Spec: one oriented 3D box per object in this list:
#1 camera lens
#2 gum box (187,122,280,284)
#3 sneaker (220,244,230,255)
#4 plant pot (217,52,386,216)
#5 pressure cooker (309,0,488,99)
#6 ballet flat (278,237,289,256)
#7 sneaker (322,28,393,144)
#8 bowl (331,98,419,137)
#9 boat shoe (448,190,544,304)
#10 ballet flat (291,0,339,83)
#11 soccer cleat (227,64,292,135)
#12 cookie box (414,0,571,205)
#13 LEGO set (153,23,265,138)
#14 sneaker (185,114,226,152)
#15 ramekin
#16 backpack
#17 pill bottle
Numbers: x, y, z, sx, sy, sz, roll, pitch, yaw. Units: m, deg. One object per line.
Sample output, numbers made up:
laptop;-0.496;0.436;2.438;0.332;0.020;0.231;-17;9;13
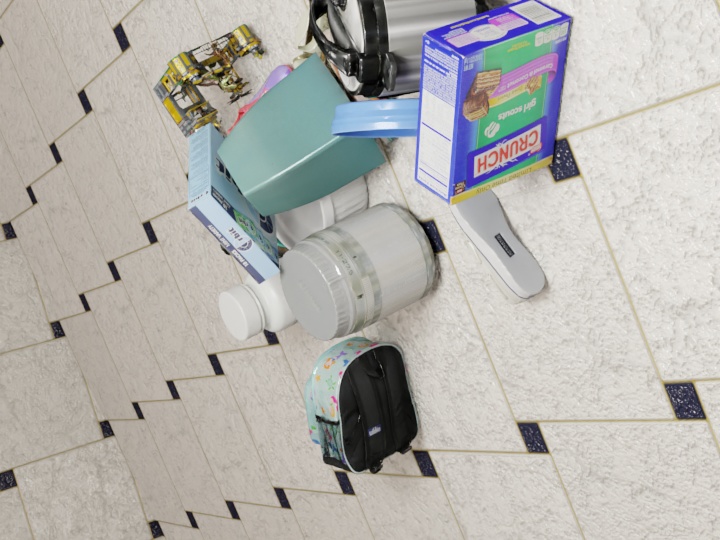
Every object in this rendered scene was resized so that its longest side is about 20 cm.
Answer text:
camera lens;0.000;0.000;1.702;0.160;0.199;0.161;37;140;38
gum box;-0.189;-0.102;1.702;0.170;0.044;0.200;50;-161;-34
sneaker;-0.192;-0.018;2.109;0.199;0.076;0.115;-3;104;52
plant pot;-0.094;-0.180;1.647;0.142;0.200;0.141;57;-178;23
pressure cooker;0.038;-0.303;1.386;0.176;0.199;0.180;-166;67;-74
ballet flat;-0.148;-0.063;1.958;0.200;0.068;0.069;-104;34;-58
sneaker;0.017;-0.270;1.611;0.200;0.080;0.071;60;173;-36
bowl;0.062;-0.197;1.474;0.200;0.200;0.040;5;97;56
boat shoe;0.170;-0.041;1.545;0.200;0.071;0.070;54;146;5
ballet flat;-0.067;-0.334;1.682;0.068;0.075;0.201;43;144;30
soccer cleat;-0.160;-0.268;1.873;0.067;0.076;0.200;60;150;7
cookie box;0.155;-0.199;1.347;0.075;0.171;0.201;41;143;39
LEGO set;-0.234;-0.302;1.861;0.154;0.200;0.116;-34;91;46
sneaker;-0.236;-0.187;2.050;0.129;0.079;0.200;9;119;53
ramekin;-0.076;-0.132;1.818;0.200;0.105;0.201;37;141;39
backpack;-0.003;0.211;1.890;0.150;0.177;0.201;17;122;45
pill bottle;-0.136;0.040;1.942;0.114;0.199;0.115;36;140;39
